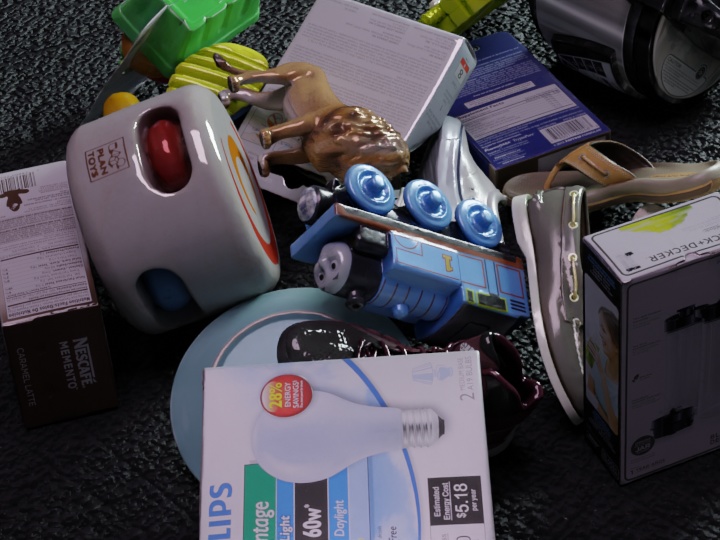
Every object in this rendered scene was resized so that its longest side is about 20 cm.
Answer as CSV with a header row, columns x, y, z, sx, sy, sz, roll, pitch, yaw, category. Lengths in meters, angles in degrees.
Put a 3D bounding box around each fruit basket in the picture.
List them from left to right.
x,y,z,sx,sy,sz,roll,pitch,yaw,category
-0.183,-0.228,1.814,0.094,0.200,0.185,51,56,-3,fruit basket

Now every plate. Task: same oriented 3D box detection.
x,y,z,sx,sy,sz,roll,pitch,yaw,category
-0.050,0.095,1.471,0.199,0.026,0.201,-3,58,4,plate

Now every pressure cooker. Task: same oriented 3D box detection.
x,y,z,sx,sy,sz,roll,pitch,yaw,category
0.277,-0.253,1.780,0.176,0.179,0.200,-30,46,-31,pressure cooker

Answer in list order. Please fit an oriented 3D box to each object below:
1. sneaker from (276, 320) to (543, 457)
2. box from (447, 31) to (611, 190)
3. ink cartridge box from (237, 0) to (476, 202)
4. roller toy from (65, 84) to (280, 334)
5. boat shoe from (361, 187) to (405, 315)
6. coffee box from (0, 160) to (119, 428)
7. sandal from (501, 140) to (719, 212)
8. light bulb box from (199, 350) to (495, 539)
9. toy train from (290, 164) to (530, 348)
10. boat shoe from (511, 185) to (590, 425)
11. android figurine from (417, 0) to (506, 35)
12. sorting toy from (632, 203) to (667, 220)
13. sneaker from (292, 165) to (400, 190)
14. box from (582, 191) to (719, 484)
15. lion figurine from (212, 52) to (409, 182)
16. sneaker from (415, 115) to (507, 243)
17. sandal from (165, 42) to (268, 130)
x,y,z,sx,sy,sz,roll,pitch,yaw,category
0.046,0.065,1.411,0.199,0.116,0.076,20,54,-17,sneaker
0.133,-0.153,1.791,0.121,0.032,0.200,-19,42,-16,box
-0.011,-0.139,1.706,0.162,0.050,0.200,22,77,28,ink cartridge box
-0.158,-0.049,1.556,0.139,0.201,0.182,-20,11,5,roller toy
0.000,0.002,1.591,0.065,0.075,0.202,12,49,14,boat shoe
-0.258,0.017,1.572,0.079,0.115,0.200,-12,41,-8,coffee box
0.220,-0.087,1.656,0.199,0.054,0.080,-4,19,26,sandal
-0.008,0.172,1.321,0.199,0.125,0.199,-4,50,1,light bulb box
0.040,-0.008,1.497,0.199,0.087,0.115,16,50,-31,toy train
0.167,0.023,1.503,0.060,0.072,0.202,-16,61,13,boat shoe
0.123,-0.276,1.859,0.200,0.182,0.041,-36,90,-26,android figurine
0.299,-0.021,1.567,0.199,0.107,0.180,-9,28,8,sorting toy
-0.040,-0.130,1.752,0.075,0.071,0.200,-17,41,-24,sneaker
0.226,0.051,1.400,0.116,0.200,0.060,-19,41,-14,box
-0.044,-0.138,1.646,0.122,0.073,0.200,-15,50,-17,lion figurine
0.090,-0.062,1.672,0.071,0.073,0.200,18,36,-13,sneaker
-0.151,-0.125,1.730,0.079,0.087,0.200,29,61,15,sandal
